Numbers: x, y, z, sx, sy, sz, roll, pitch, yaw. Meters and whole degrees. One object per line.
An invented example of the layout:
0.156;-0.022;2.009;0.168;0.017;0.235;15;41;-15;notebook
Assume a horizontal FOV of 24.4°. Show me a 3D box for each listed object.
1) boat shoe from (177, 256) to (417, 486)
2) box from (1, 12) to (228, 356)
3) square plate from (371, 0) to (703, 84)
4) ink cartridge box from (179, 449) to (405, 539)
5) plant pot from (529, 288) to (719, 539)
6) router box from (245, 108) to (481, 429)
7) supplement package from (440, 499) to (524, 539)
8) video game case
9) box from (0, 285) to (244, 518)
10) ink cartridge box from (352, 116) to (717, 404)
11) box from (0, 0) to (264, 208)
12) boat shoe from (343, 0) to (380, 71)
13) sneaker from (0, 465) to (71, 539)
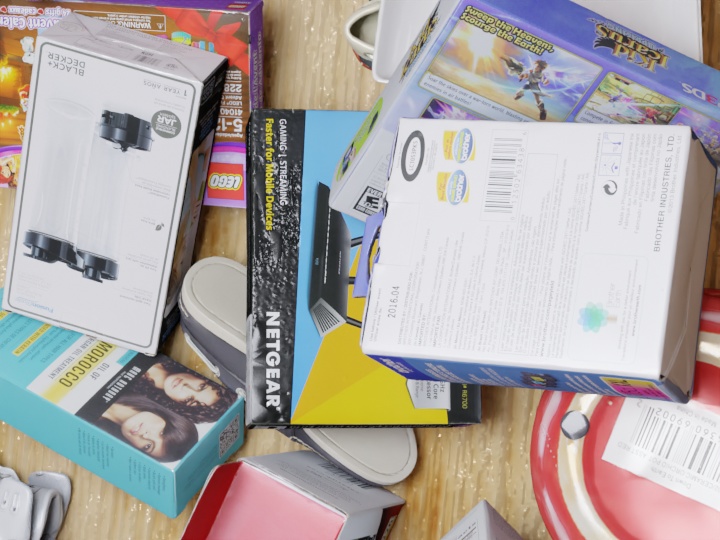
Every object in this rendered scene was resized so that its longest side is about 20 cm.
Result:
-0.045;0.075;1.122;0.200;0.063;0.073;42;54;8;boat shoe
-0.165;-0.056;1.106;0.116;0.060;0.202;15;115;6;box
0.113;-0.187;1.046;0.198;0.029;0.200;3;60;5;square plate
-0.068;0.223;1.047;0.083;0.175;0.201;25;94;17;ink cartridge box
0.196;0.110;0.972;0.198;0.182;0.203;-1;88;18;plant pot
0.000;0.000;1.071;0.148;0.051;0.202;0;81;-8;router box
0.089;0.273;0.996;0.200;0.111;0.156;45;100;-6;supplement package
0.108;-0.071;0.988;0.199;0.046;0.182;22;134;-14;video game case
-0.182;0.083;1.131;0.199;0.082;0.049;25;136;20;box
0.082;-0.008;0.900;0.198;0.076;0.138;4;75;23;ink cartridge box
-0.164;-0.119;1.134;0.198;0.039;0.138;5;113;11;box
0.088;-0.157;1.085;0.198;0.063;0.072;0;84;16;boat shoe
-0.271;0.137;1.172;0.114;0.075;0.202;-14;87;15;sneaker
